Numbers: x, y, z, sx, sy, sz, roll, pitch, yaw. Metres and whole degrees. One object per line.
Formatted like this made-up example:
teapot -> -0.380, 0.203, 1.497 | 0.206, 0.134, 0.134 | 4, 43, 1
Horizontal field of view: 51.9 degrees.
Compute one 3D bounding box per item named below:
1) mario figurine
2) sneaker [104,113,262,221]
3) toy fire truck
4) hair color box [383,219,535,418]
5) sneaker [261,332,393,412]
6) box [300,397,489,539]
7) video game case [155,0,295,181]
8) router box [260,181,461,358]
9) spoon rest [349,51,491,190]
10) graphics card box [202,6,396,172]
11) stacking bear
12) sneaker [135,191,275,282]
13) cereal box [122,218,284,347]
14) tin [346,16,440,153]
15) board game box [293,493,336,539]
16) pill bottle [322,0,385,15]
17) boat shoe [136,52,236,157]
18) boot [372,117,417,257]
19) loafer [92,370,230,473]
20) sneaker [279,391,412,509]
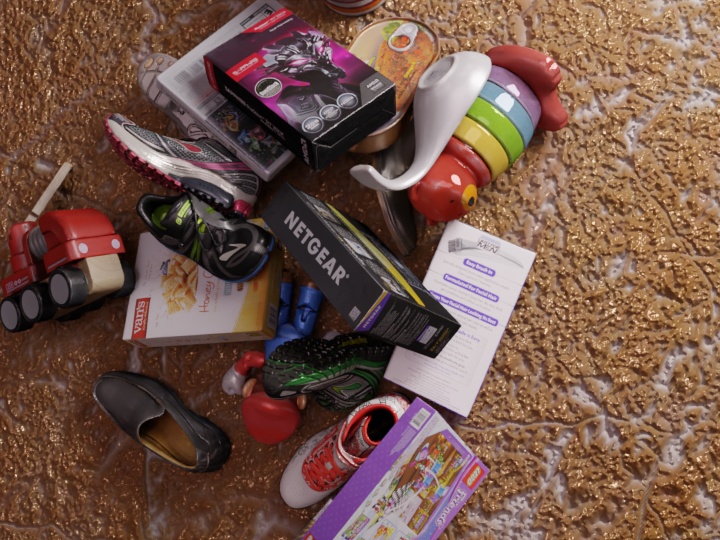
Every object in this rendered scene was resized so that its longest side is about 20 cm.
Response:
mario figurine -> -0.093, 0.110, 0.907 | 0.122, 0.105, 0.203 | -1, 71, 46
sneaker -> -0.211, -0.132, 0.883 | 0.198, 0.081, 0.076 | 27, 77, -6
toy fire truck -> -0.376, -0.045, 0.930 | 0.174, 0.128, 0.203 | -20, 86, 34
hair color box -> 0.116, 0.054, 0.865 | 0.108, 0.065, 0.203 | 23, 91, 12
sneaker -> -0.032, 0.123, 0.823 | 0.077, 0.199, 0.087 | 16, 99, 37
box -> 0.041, 0.257, 0.809 | 0.200, 0.137, 0.039 | -48, 37, -10
video game case -> -0.114, -0.228, 0.902 | 0.181, 0.023, 0.200 | 40, 64, 7
router box -> 0.000, 0.000, 0.806 | 0.052, 0.156, 0.200 | -51, 51, 11
spoon rest -> 0.071, -0.158, 0.794 | 0.061, 0.099, 0.201 | 47, 72, -27
graphics card box -> -0.069, -0.208, 0.829 | 0.125, 0.051, 0.200 | -37, 62, -21
stacking bear -> 0.129, -0.142, 0.837 | 0.113, 0.122, 0.201 | 32, 79, 32
sneaker -> -0.184, -0.043, 0.854 | 0.197, 0.083, 0.072 | 19, 76, 29
cereal box -> -0.190, 0.016, 0.903 | 0.197, 0.040, 0.146 | -6, 67, 20
tin -> 0.022, -0.222, 0.880 | 0.111, 0.042, 0.202 | 22, 63, 15
board game box -> -0.002, 0.383, 0.872 | 0.200, 0.035, 0.127 | 42, 92, 11
pill bottle -> -0.022, -0.390, 0.860 | 0.111, 0.200, 0.115 | -1, 85, 10
boat shoe -> -0.196, -0.190, 0.941 | 0.075, 0.072, 0.201 | -39, 98, 1
boot -> 0.062, -0.123, 0.883 | 0.095, 0.075, 0.203 | -15, 78, 9
loafer -> -0.256, 0.185, 0.919 | 0.198, 0.072, 0.074 | 25, 91, 12
sneaker -> -0.026, 0.211, 0.855 | 0.200, 0.108, 0.068 | -37, 79, 6
